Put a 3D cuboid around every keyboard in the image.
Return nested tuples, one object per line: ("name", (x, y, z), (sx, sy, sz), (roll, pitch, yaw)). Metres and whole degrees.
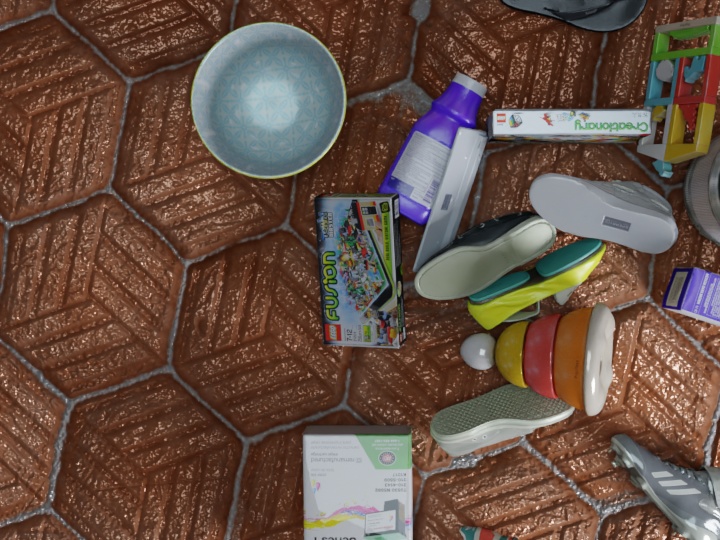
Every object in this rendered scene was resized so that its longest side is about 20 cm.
("keyboard", (0.118, -0.090, 1.601), (0.056, 0.011, 0.201), (5, 108, -39))

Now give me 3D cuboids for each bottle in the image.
("bottle", (0.099, -0.163, 1.609), (0.083, 0.065, 0.201), (28, 92, -1))

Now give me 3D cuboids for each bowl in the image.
("bowl", (-0.116, -0.218, 1.594), (0.199, 0.108, 0.202), (0, 92, 2))

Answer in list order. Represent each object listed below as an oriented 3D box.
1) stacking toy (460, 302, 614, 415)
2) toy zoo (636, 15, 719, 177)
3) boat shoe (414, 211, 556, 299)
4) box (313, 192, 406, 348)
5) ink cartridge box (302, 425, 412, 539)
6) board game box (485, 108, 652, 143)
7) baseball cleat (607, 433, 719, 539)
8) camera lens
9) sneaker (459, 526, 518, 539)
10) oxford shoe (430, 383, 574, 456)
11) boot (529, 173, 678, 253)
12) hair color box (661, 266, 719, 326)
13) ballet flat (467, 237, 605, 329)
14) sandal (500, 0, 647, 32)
("stacking toy", (0.228, 0.107, 1.598), (0.199, 0.146, 0.147), (5, 92, 19))
("toy zoo", (0.411, -0.220, 1.566), (0.020, 0.131, 0.202), (7, 91, -22))
("boat shoe", (0.158, -0.027, 1.612), (0.199, 0.066, 0.075), (-29, 119, 1))
("box", (0.000, 0.000, 1.599), (0.109, 0.035, 0.202), (1, 103, 19))
("ink cartridge box", (-0.003, 0.311, 1.617), (0.144, 0.084, 0.202), (0, 92, 2))
("board game box", (0.265, -0.186, 1.572), (0.198, 0.126, 0.035), (0, 91, 2))
("baseball cleat", (0.419, 0.275, 1.617), (0.106, 0.070, 0.200), (-40, 99, -4))
("camera lens", (0.500, -0.103, 1.529), (0.159, 0.200, 0.161), (0, 92, 2))
("sneaker", (0.144, 0.439, 1.633), (0.093, 0.070, 0.201), (19, 94, 19))
("oxford shoe", (0.190, 0.199, 1.624), (0.199, 0.075, 0.058), (-15, 133, -5))
("boot", (0.317, -0.087, 1.594), (0.199, 0.096, 0.074), (22, 118, 0))
("hair color box", (0.506, 0.053, 1.579), (0.199, 0.109, 0.065), (20, 91, 1))
("ballet flat", (0.239, 0.022, 1.617), (0.199, 0.067, 0.067), (-24, 112, 5))
("sandal", (0.281, -0.360, 1.608), (0.199, 0.043, 0.077), (6, 92, 2))
